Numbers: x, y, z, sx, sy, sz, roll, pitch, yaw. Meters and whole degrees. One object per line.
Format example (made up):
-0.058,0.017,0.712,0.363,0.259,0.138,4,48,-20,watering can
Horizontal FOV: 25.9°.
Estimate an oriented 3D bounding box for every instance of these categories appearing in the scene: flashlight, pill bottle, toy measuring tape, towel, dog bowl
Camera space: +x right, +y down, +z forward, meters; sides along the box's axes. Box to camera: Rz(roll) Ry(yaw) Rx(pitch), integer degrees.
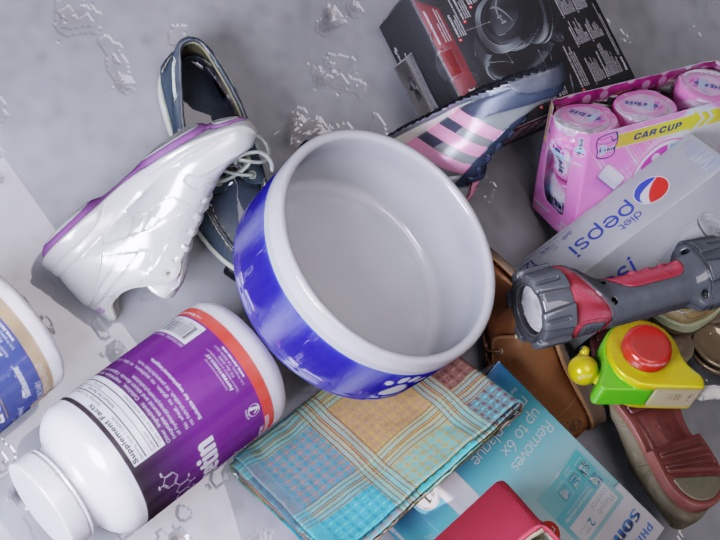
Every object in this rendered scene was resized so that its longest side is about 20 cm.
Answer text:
0.220,0.011,1.286,0.199,0.068,0.068,-15,108,-22,flashlight
-0.320,0.096,1.118,0.200,0.111,0.111,-41,91,-26,pill bottle
0.268,0.078,1.312,0.199,0.074,0.074,2,73,-12,toy measuring tape
0.010,0.131,1.229,0.200,0.022,0.146,-38,48,-18,towel
-0.160,0.119,1.174,0.200,0.112,0.113,-37,90,-26,pill bottle
0.004,-0.004,1.214,0.199,0.079,0.201,18,55,-27,dog bowl

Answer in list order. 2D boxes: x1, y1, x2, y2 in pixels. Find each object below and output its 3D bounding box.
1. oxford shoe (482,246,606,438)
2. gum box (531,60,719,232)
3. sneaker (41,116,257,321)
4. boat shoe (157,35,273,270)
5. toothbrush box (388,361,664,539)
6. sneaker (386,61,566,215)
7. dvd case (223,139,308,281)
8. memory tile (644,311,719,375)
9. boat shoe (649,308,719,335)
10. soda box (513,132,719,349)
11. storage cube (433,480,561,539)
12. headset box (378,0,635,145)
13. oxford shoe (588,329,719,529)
0.130,0.063,1.324,0.071,0.071,0.201,-33,95,-11,oxford shoe
0.249,-0.106,1.395,0.199,0.114,0.066,-16,41,-25,gum box
-0.150,-0.041,1.221,0.200,0.075,0.100,-38,99,12,sneaker
-0.113,-0.096,1.278,0.074,0.062,0.201,-11,74,-18,boat shoe
0.124,0.200,1.278,0.200,0.085,0.146,46,65,-5,toothbrush box
0.092,-0.104,1.302,0.082,0.199,0.070,62,22,-5,sneaker
0.000,0.000,1.325,0.200,0.018,0.143,34,64,-9,dvd case
0.328,0.034,1.415,0.199,0.017,0.154,6,47,-20,memory tile
0.315,-0.020,1.393,0.072,0.076,0.200,35,45,10,boat shoe
0.235,-0.025,1.348,0.200,0.063,0.068,-37,127,-3,soda box
0.103,0.282,1.124,0.200,0.180,0.171,-42,94,-1,storage cube
0.123,-0.193,1.399,0.199,0.077,0.149,-25,84,-25,headset box
0.242,0.132,1.357,0.070,0.075,0.201,-8,57,-19,oxford shoe
